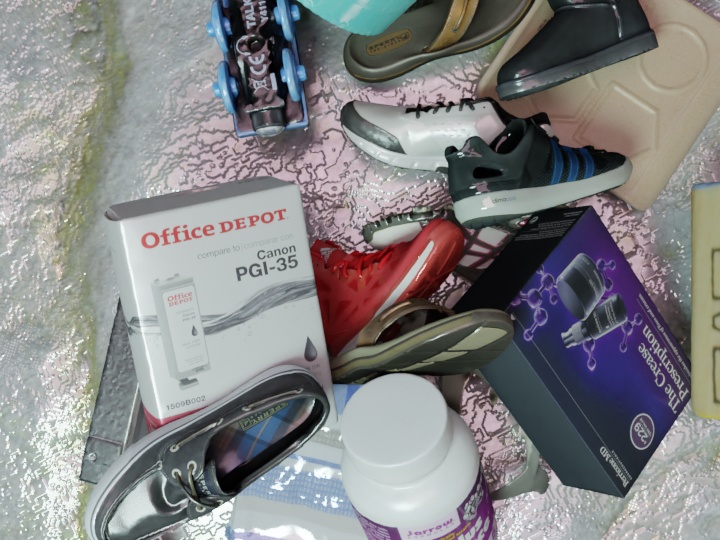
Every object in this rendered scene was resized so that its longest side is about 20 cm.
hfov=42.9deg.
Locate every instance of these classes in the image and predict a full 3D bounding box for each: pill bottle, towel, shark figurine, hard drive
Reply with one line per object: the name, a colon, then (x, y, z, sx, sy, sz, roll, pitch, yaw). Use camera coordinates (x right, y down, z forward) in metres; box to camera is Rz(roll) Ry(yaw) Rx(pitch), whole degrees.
pill bottle: (0.047, 0.175, 0.747, 0.112, 0.201, 0.113, -9, 46, 10)
towel: (-0.041, 0.181, 0.838, 0.146, 0.024, 0.201, 13, 107, 3)
shark figurine: (0.131, 0.099, 0.836, 0.128, 0.089, 0.215, -43, 77, 35)
hard drive: (-0.190, 0.080, 0.818, 0.038, 0.140, 0.201, 12, 89, 3)

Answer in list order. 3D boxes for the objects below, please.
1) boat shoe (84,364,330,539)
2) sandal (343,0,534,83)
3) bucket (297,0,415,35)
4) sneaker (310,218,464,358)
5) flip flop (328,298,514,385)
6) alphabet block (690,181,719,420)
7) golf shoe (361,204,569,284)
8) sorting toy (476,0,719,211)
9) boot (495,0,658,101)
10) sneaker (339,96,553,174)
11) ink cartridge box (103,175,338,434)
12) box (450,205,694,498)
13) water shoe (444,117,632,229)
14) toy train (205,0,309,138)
boat shoe: (-0.106, 0.142, 0.664, 0.199, 0.066, 0.070, -30, 109, -16)
sandal: (0.072, -0.240, 0.842, 0.199, 0.055, 0.082, -20, 63, 6)
bucket: (-0.003, -0.308, 0.763, 0.207, 0.207, 0.135, 49, 122, 3)
sneaker: (0.000, 0.000, 0.802, 0.116, 0.078, 0.200, 48, 129, 14)
flip flop: (0.036, 0.054, 0.724, 0.081, 0.200, 0.058, 12, 70, -31)
alphabet block: (0.401, 0.025, 0.735, 0.194, 0.196, 0.201, 2, 88, -19)
golf shoe: (0.100, -0.018, 0.838, 0.199, 0.077, 0.089, 0, 94, 3)
sorting toy: (0.235, -0.183, 0.856, 0.199, 0.036, 0.186, 34, 91, -1)
boot: (0.157, -0.263, 0.792, 0.164, 0.066, 0.201, -22, 96, -21)
sneaker: (0.081, -0.130, 0.831, 0.199, 0.074, 0.080, 13, 123, -3)
ink cartridge box: (-0.110, 0.037, 0.727, 0.146, 0.083, 0.201, -14, 103, -20)
box: (0.183, 0.068, 0.774, 0.141, 0.079, 0.200, -45, 110, -22)
water shoe: (0.155, -0.092, 0.763, 0.199, 0.071, 0.079, -18, 92, -38)
toy train: (-0.092, -0.216, 0.830, 0.086, 0.114, 0.201, -10, 88, 4)
